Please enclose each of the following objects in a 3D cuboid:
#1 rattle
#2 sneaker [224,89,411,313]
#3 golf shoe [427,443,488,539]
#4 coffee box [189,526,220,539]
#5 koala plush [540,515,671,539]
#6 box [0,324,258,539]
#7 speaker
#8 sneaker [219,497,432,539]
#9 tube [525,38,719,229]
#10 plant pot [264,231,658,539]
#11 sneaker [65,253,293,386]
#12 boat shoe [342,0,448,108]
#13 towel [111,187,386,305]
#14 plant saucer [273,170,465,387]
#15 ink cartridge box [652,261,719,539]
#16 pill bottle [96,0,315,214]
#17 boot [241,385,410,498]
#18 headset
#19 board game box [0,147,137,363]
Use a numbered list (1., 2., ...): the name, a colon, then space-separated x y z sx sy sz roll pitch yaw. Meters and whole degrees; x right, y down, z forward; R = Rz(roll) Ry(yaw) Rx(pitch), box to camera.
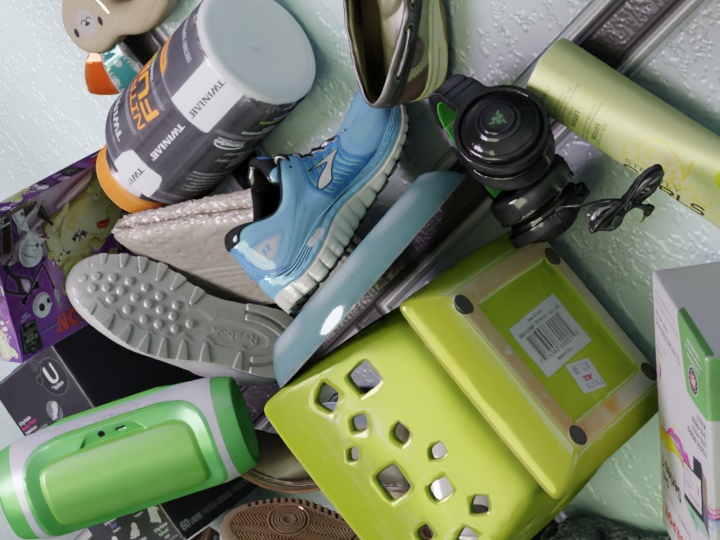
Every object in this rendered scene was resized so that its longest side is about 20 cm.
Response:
1. rattle: -0.215 -0.201 1.718 0.130 0.143 0.201 23 121 6
2. sneaker: -0.032 -0.068 1.593 0.090 0.200 0.078 34 143 -6
3. golf shoe: 0.095 0.215 1.685 0.077 0.088 0.201 -17 82 4
4. coffee box: -0.087 0.312 1.856 0.200 0.080 0.113 34 137 -18
5. koala plush: 0.183 0.296 1.604 0.183 0.200 0.178 -1 111 39
6. box: -0.193 0.137 1.879 0.106 0.122 0.200 -36 89 44
7. speaker: -0.185 0.149 1.760 0.199 0.088 0.089 -18 103 5
8. sneaker: -0.015 0.247 1.783 0.199 0.071 0.113 8 137 3
9. tube: 0.204 -0.084 1.496 0.200 0.058 0.052 35 96 15
10. plant pot: 0.087 0.094 1.587 0.199 0.200 0.181 51 128 6
11. sneaker: -0.148 0.048 1.776 0.199 0.077 0.080 24 160 -19
12. boat shoe: 0.018 -0.211 1.568 0.073 0.065 0.201 4 113 39
13. towel: -0.085 -0.018 1.722 0.199 0.035 0.132 -8 147 42
14. plant saucer: 0.000 0.000 1.577 0.027 0.200 0.200 41 133 0
15. ink cartridge box: 0.254 0.113 1.482 0.084 0.145 0.201 -8 113 -4
16. pill bottle: -0.128 -0.120 1.705 0.106 0.106 0.200 52 133 5
17. boot: -0.027 0.129 1.786 0.199 0.075 0.097 10 109 24
18. headset: 0.123 -0.075 1.523 0.200 0.094 0.124 42 168 53
19. board game box: -0.225 -0.021 1.770 0.032 0.200 0.121 8 118 34
